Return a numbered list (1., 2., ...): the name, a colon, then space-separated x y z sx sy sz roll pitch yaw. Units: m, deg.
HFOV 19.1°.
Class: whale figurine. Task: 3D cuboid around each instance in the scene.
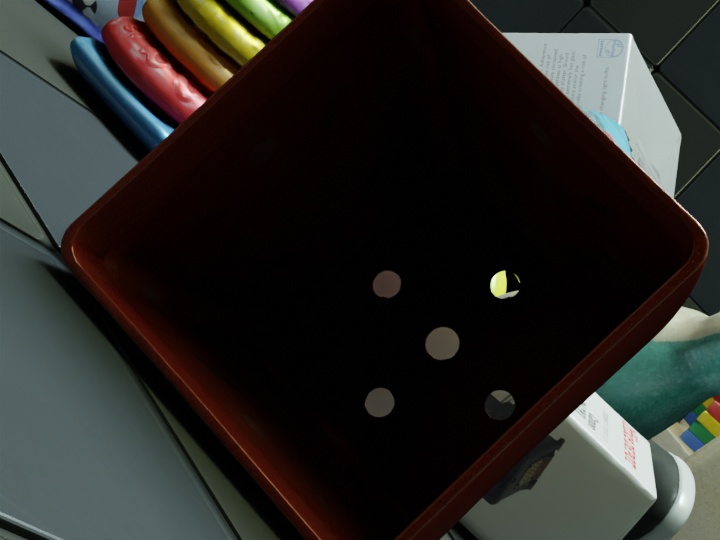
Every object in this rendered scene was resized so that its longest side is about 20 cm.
1. whale figurine: 0.149 0.070 1.260 0.159 0.199 0.104 34 57 -55

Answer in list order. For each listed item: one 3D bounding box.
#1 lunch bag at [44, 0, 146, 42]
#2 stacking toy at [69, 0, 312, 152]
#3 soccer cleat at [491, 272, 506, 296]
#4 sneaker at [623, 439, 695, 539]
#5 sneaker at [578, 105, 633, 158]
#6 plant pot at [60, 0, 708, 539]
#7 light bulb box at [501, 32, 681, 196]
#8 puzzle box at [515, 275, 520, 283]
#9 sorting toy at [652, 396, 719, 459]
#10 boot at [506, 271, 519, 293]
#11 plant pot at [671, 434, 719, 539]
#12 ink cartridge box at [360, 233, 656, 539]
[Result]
1. lunch bag: -0.143 -0.248 1.442 0.124 0.170 0.200 40 11 -26
2. stacking toy: -0.065 -0.156 1.253 0.110 0.200 0.116 47 11 23
3. soccer cleat: 0.065 -0.010 1.413 0.084 0.065 0.200 43 8 -29
4. sneaker: 0.141 0.112 1.366 0.099 0.071 0.200 38 4 -20
5. sneaker: 0.145 -0.045 1.466 0.095 0.079 0.200 25 29 -29
6. plant pot: 0.024 0.013 0.950 0.200 0.200 0.176 47 -2 20
7. light bulb box: 0.132 -0.093 1.682 0.199 0.125 0.198 3 -19 22
8. puzzle box: 0.133 0.001 1.492 0.133 0.025 0.200 60 10 11
9. sorting toy: 0.331 0.154 1.978 0.199 0.070 0.200 37 12 -37
10. boot: 0.113 0.020 1.614 0.168 0.077 0.200 29 10 -44
11. plant pot: 0.307 0.174 1.445 0.200 0.177 0.200 45 10 11
12. ink cartridge box: 0.060 0.068 1.141 0.200 0.084 0.145 43 10 -1
